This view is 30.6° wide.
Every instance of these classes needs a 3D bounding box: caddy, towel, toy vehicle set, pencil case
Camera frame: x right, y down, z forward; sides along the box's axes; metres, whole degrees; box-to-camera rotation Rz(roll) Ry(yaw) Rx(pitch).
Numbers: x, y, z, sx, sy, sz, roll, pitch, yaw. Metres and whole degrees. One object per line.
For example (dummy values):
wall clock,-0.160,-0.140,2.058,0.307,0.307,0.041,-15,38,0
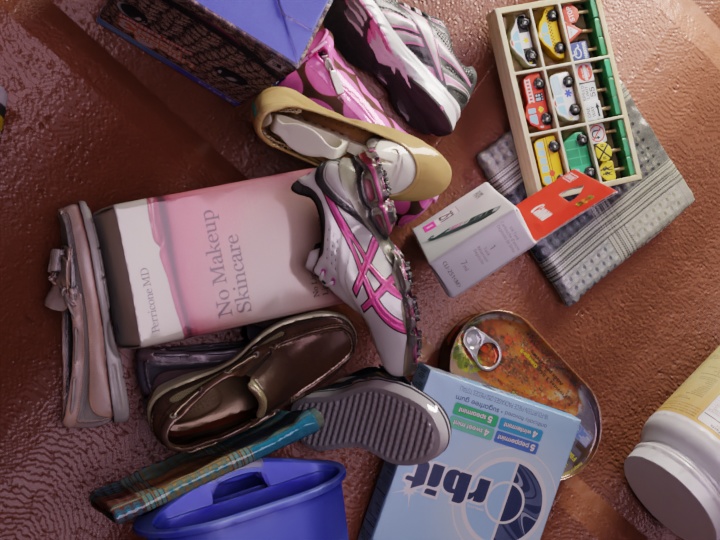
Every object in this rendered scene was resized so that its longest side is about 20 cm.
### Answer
caddy,-0.103,0.222,1.181,0.198,0.141,0.106,-15,95,-22
towel,-0.138,0.168,1.166,0.198,0.146,0.022,-23,93,-20
toy vehicle set,0.211,-0.179,1.362,0.123,0.026,0.203,-14,90,-19
towel,0.239,-0.095,1.397,0.199,0.034,0.194,-36,97,-17
pencil case,0.004,-0.135,1.268,0.200,0.093,0.091,45,61,-15

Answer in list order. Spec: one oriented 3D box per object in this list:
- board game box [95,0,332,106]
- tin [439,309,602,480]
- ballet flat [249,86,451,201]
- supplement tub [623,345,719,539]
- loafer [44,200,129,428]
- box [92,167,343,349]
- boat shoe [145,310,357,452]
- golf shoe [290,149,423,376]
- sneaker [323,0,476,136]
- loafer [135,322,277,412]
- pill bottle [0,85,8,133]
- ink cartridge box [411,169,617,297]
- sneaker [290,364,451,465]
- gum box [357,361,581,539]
board game box,-0.129,-0.241,1.165,0.158,0.200,0.098,30,78,-16
tin,0.163,0.128,1.346,0.200,0.042,0.112,46,69,-13
ballet flat,-0.010,-0.105,1.202,0.198,0.063,0.069,20,111,-7
supplement tub,0.384,0.173,1.372,0.200,0.144,0.145,-41,101,-18
loafer,-0.252,0.042,1.174,0.062,0.072,0.203,-11,94,-14
box,-0.129,-0.011,1.201,0.198,0.109,0.130,-12,92,-22
boat shoe,-0.088,0.105,1.156,0.201,0.075,0.075,-28,112,-6
golf shoe,0.000,0.000,1.165,0.091,0.073,0.203,-15,94,3
sneaker,0.039,-0.231,1.308,0.201,0.080,0.087,51,59,-20
loafer,-0.112,0.077,1.225,0.198,0.072,0.064,-16,89,-18
pill bottle,-0.371,-0.069,1.107,0.111,0.112,0.203,13,82,-20
ink cartridge box,0.137,-0.054,1.232,0.173,0.200,0.044,-34,100,4
sneaker,0.024,0.127,1.207,0.079,0.199,0.079,-21,103,-38
gum box,0.104,0.213,1.288,0.168,0.045,0.202,19,91,-15
